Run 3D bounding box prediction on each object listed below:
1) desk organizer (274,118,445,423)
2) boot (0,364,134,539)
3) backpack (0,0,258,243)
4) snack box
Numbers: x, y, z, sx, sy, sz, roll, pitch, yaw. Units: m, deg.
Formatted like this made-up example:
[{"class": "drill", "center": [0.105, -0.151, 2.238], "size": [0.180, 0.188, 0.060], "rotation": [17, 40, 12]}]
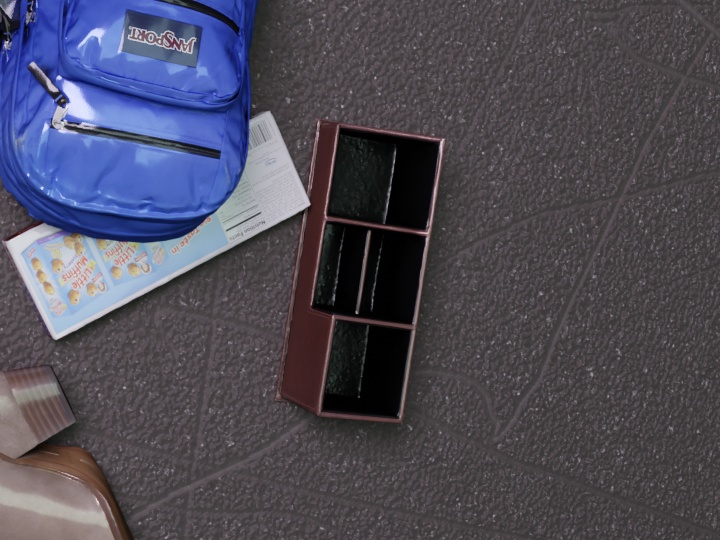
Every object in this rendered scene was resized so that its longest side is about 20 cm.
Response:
[{"class": "desk organizer", "center": [0.000, 0.000, 0.880], "size": [0.071, 0.077, 0.203], "rotation": [8, 91, -24]}, {"class": "boot", "center": [-0.233, 0.158, 0.804], "size": [0.145, 0.070, 0.202], "rotation": [-26, 103, -13]}, {"class": "backpack", "center": [-0.141, -0.123, 0.754], "size": [0.160, 0.168, 0.203], "rotation": [9, 82, -16]}, {"class": "snack box", "center": [-0.133, -0.032, 0.847], "size": [0.198, 0.024, 0.073], "rotation": [-29, 105, -19]}]
